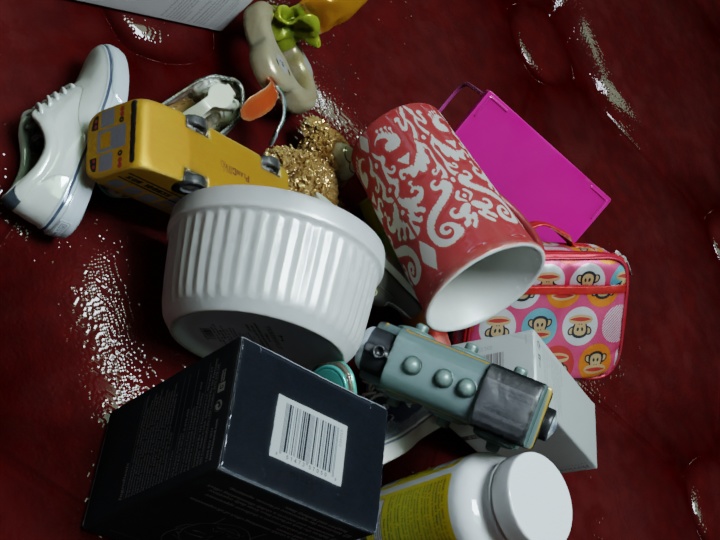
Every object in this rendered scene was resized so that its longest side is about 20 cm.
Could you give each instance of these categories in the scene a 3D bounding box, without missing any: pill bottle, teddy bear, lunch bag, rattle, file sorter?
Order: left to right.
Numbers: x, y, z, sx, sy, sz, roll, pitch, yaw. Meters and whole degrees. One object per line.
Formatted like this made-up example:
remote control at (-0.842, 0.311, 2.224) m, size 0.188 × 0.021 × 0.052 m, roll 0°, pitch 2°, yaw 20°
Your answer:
teddy bear at (-0.052, -0.076, 1.117) m, size 0.146 × 0.066 × 0.200 m, roll 57°, pitch 43°, yaw -8°
rattle at (-0.049, -0.222, 1.111) m, size 0.201 × 0.141 × 0.132 m, roll -87°, pitch 166°, yaw -65°
pill bottle at (0.093, 0.234, 0.995) m, size 0.112 × 0.199 × 0.114 m, roll 21°, pitch 56°, yaw -34°
file sorter at (0.161, -0.106, 1.266) m, size 0.199 × 0.139 × 0.126 m, roll 37°, pitch 10°, yaw -20°
lunch bag at (0.199, 0.033, 1.202) m, size 0.197 × 0.082 × 0.179 m, roll -1°, pitch 106°, yaw -15°

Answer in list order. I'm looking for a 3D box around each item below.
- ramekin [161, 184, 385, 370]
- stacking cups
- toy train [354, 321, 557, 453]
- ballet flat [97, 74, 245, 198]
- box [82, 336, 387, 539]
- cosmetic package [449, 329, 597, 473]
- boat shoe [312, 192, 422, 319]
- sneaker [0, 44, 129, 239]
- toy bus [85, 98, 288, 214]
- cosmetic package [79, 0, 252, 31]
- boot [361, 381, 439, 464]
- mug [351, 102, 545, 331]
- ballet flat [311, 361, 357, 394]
ramekin at (-0.081, 0.019, 0.950) m, size 0.199 × 0.199 × 0.106 m, roll 26°, pitch 62°, yaw -32°
stacking cups at (0.052, 0.014, 1.187) m, size 0.060 × 0.060 × 0.202 m, roll -12°, pitch 83°, yaw -46°
toy train at (0.086, 0.103, 0.986) m, size 0.198 × 0.114 × 0.086 m, roll 23°, pitch 84°, yaw 13°
ballet flat at (-0.175, -0.139, 1.029) m, size 0.072 × 0.072 × 0.200 m, roll 53°, pitch 43°, yaw -9°
box at (-0.099, 0.157, 0.849) m, size 0.148 × 0.199 × 0.108 m, roll 30°, pitch 50°, yaw -30°
cosmetic package at (0.169, 0.147, 1.138) m, size 0.200 × 0.112 × 0.082 m, roll 45°, pitch 40°, yaw -46°
boat shoe at (-0.001, -0.002, 1.082) m, size 0.201 × 0.060 × 0.072 m, roll 41°, pitch 4°, yaw -43°
sneaker at (-0.257, -0.128, 0.940) m, size 0.070 × 0.073 × 0.202 m, roll 31°, pitch 50°, yaw -33°
toy bus at (-0.146, -0.084, 0.964) m, size 0.199 × 0.078 × 0.066 m, roll 25°, pitch 58°, yaw -54°
cosmetic package at (-0.208, -0.322, 1.081) m, size 0.198 × 0.085 × 0.109 m, roll 2°, pitch 67°, yaw -43°
boot at (0.019, 0.140, 1.075) m, size 0.199 × 0.072 × 0.091 m, roll -20°, pitch 82°, yaw -57°
mug at (0.087, -0.052, 1.097) m, size 0.201 × 0.133 × 0.177 m, roll 61°, pitch 13°, yaw 28°
ballet flat at (-0.034, 0.173, 0.957) m, size 0.070 × 0.067 × 0.203 m, roll 2°, pitch 105°, yaw -56°
